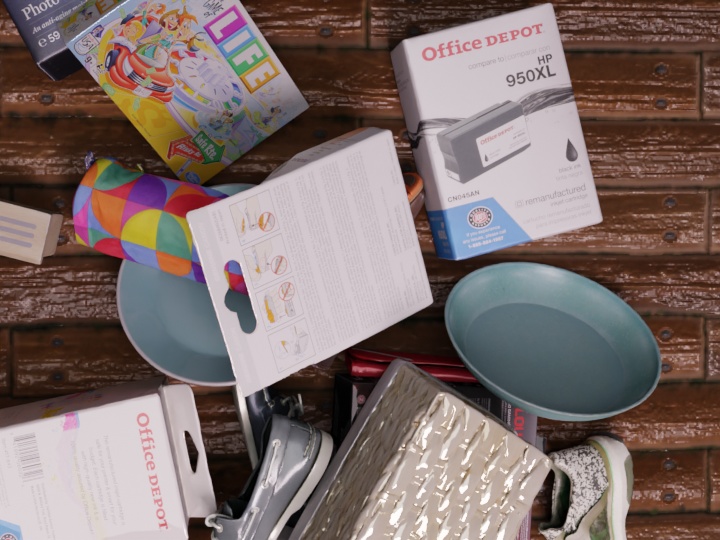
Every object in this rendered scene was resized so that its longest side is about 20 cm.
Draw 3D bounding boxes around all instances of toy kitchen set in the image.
[{"bbox_3d":[-0.370,0.028,1.026,0.178,0.163,0.203,14,92,-7],"label":"toy kitchen set"}]

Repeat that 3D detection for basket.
[{"bbox_3d":[0.048,0.193,1.006,0.135,0.123,0.202,32,84,-14],"label":"basket"}]

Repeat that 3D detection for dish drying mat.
[{"bbox_3d":[0.086,0.088,1.121,0.197,0.077,0.018,4,94,-6],"label":"dish drying mat"}]

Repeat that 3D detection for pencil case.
[{"bbox_3d":[-0.153,-0.041,1.059,0.198,0.088,0.089,19,91,14],"label":"pencil case"}]

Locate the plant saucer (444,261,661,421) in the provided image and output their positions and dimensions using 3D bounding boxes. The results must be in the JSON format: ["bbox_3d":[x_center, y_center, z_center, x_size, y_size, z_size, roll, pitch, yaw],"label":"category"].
[{"bbox_3d":[0.168,0.069,1.094,0.197,0.201,0.036,8,128,-7],"label":"plant saucer"}]

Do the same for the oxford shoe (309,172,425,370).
[{"bbox_3d":[0.000,0.000,1.123,0.073,0.071,0.201,39,90,-29],"label":"oxford shoe"}]

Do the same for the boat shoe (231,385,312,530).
[{"bbox_3d":[-0.077,0.146,1.108,0.061,0.075,0.203,-12,95,-4],"label":"boat shoe"}]

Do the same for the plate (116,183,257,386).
[{"bbox_3d":[-0.116,0.013,1.086,0.197,0.026,0.202,-2,60,4],"label":"plate"}]

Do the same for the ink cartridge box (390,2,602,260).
[{"bbox_3d":[0.121,-0.124,1.111,0.143,0.084,0.203,-15,94,-6],"label":"ink cartridge box"}]

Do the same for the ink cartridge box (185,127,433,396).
[{"bbox_3d":[-0.043,-0.010,1.016,0.198,0.050,0.164,-24,110,-25],"label":"ink cartridge box"}]

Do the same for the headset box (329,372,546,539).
[{"bbox_3d":[0.074,0.173,1.115,0.197,0.075,0.151,4,91,-15],"label":"headset box"}]

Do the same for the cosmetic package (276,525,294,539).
[{"bbox_3d":[-0.077,0.332,1.105,0.082,0.051,0.202,20,106,-6],"label":"cosmetic package"}]

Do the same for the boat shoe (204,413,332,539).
[{"bbox_3d":[-0.102,0.210,1.050,0.061,0.073,0.201,32,96,-21],"label":"boat shoe"}]

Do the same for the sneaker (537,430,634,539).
[{"bbox_3d":[0.199,0.252,1.136,0.087,0.077,0.203,1,85,-24],"label":"sneaker"}]

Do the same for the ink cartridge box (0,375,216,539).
[{"bbox_3d":[-0.231,0.175,1.067,0.197,0.125,0.130,-11,94,-6],"label":"ink cartridge box"}]

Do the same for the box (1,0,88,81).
[{"bbox_3d":[-0.231,-0.301,1.047,0.198,0.123,0.200,-29,94,-5],"label":"box"}]

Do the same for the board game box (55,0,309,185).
[{"bbox_3d":[-0.144,-0.171,1.037,0.134,0.034,0.200,-35,139,2],"label":"board game box"}]
